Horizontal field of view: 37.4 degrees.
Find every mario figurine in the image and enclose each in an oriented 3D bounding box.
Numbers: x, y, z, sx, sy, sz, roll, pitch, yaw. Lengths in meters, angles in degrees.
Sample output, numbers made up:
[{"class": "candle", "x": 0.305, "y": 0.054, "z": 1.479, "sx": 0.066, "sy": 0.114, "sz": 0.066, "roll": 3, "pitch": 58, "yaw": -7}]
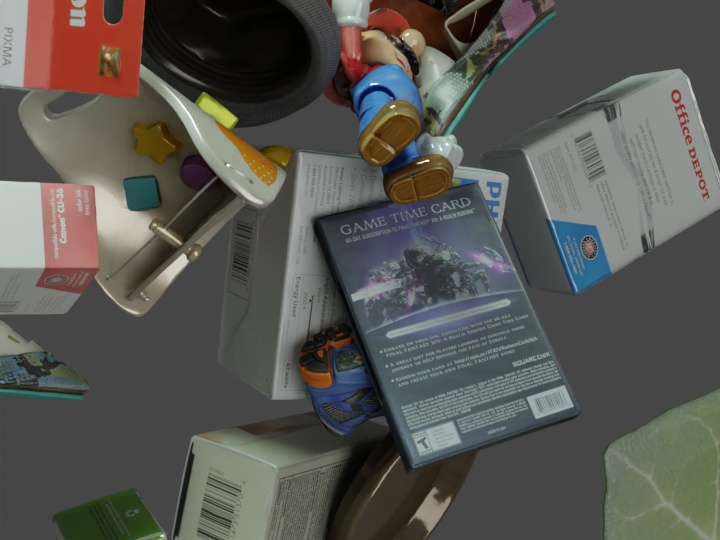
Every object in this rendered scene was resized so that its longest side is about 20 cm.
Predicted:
[{"class": "mario figurine", "x": 0.030, "y": -0.146, "z": 0.817, "sx": 0.105, "sy": 0.201, "sz": 0.124, "roll": -2, "pitch": 129, "yaw": -12}]

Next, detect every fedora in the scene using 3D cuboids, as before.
[{"class": "fedora", "x": -0.095, "y": -0.201, "z": 0.801, "sx": 0.176, "sy": 0.200, "sz": 0.091, "roll": 24, "pitch": 63, "yaw": -16}]

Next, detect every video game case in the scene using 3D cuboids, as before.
[{"class": "video game case", "x": 0.063, "y": 0.035, "z": 0.793, "sx": 0.142, "sy": 0.019, "sz": 0.201, "roll": -14, "pitch": 68, "yaw": -22}]

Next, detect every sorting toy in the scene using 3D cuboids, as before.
[{"class": "sorting toy", "x": -0.164, "y": -0.090, "z": 0.790, "sx": 0.180, "sy": 0.200, "sz": 0.107, "roll": 43, "pitch": 46, "yaw": -13}]

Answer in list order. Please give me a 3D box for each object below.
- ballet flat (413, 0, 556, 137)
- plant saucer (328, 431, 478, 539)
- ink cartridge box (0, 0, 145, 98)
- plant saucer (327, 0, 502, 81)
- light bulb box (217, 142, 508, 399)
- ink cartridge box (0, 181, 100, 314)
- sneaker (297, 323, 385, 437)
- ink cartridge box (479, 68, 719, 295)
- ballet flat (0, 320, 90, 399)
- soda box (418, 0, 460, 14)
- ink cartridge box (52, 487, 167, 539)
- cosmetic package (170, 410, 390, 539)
[{"class": "ballet flat", "x": 0.091, "y": -0.182, "z": 0.919, "sx": 0.071, "sy": 0.069, "sz": 0.200, "roll": 40, "pitch": 71, "yaw": 0}, {"class": "plant saucer", "x": 0.037, "y": 0.186, "z": 0.895, "sx": 0.200, "sy": 0.029, "sz": 0.201, "roll": -40, "pitch": 148, "yaw": -31}, {"class": "ink cartridge box", "x": -0.242, "y": -0.204, "z": 0.710, "sx": 0.057, "sy": 0.199, "sz": 0.164, "roll": -15, "pitch": 112, "yaw": -67}, {"class": "plant saucer", "x": 0.041, "y": -0.241, "z": 0.930, "sx": 0.199, "sy": 0.032, "sz": 0.202, "roll": -6, "pitch": 104, "yaw": -27}, {"class": "light bulb box", "x": 0.000, "y": 0.000, "z": 0.903, "sx": 0.199, "sy": 0.125, "sz": 0.200, "roll": 3, "pitch": 98, "yaw": -29}, {"class": "ink cartridge box", "x": -0.295, "y": -0.015, "z": 0.741, "sx": 0.199, "sy": 0.116, "sz": 0.068, "roll": 0, "pitch": 72, "yaw": -29}, {"class": "sneaker", "x": 0.044, "y": 0.073, "z": 0.839, "sx": 0.199, "sy": 0.075, "sz": 0.079, "roll": -13, "pitch": 120, "yaw": -20}, {"class": "ink cartridge box", "x": 0.236, "y": -0.087, "z": 1.026, "sx": 0.199, "sy": 0.086, "sz": 0.147, "roll": -28, "pitch": 105, "yaw": -22}, {"class": "ballet flat", "x": -0.300, "y": 0.064, "z": 0.794, "sx": 0.199, "sy": 0.074, "sz": 0.075, "roll": 4, "pitch": 98, "yaw": -32}, {"class": "soda box", "x": 0.105, "y": -0.312, "z": 0.884, "sx": 0.200, "sy": 0.063, "sz": 0.071, "roll": -47, "pitch": 145, "yaw": -12}, {"class": "ink cartridge box", "x": -0.170, "y": 0.280, "z": 0.826, "sx": 0.075, "sy": 0.200, "sz": 0.149, "roll": -16, "pitch": 108, "yaw": -24}, {"class": "cosmetic package", "x": -0.055, "y": 0.181, "z": 0.880, "sx": 0.200, "sy": 0.087, "sz": 0.104, "roll": 3, "pitch": 100, "yaw": -60}]
